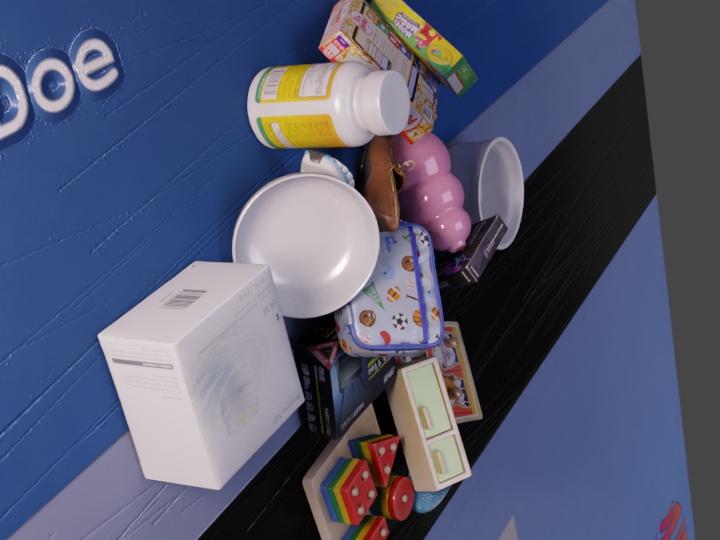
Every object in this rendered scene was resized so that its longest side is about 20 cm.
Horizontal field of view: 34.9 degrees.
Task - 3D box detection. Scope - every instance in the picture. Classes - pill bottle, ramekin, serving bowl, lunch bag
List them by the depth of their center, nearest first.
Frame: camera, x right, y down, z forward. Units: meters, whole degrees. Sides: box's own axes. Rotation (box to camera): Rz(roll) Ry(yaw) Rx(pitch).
[{"bbox_3d":[-0.041,-0.220,1.526,0.113,0.199,0.113,-4,95,-59],"label":"pill bottle"},{"bbox_3d":[-0.077,-0.040,1.536,0.066,0.199,0.201,-128,-155,-67],"label":"serving bowl"},{"bbox_3d":[0.040,0.023,1.630,0.160,0.076,0.201,0,73,-19],"label":"lunch bag"},{"bbox_3d":[0.213,-0.138,2.061,0.200,0.097,0.201,-7,98,-59],"label":"ramekin"}]

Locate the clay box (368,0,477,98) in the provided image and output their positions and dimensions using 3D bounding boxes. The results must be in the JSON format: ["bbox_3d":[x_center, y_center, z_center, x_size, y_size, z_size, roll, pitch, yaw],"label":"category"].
[{"bbox_3d":[0.088,-0.361,1.778,0.048,0.200,0.115,-47,161,5],"label":"clay box"}]

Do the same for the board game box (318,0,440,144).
[{"bbox_3d":[0.033,-0.300,1.679,0.200,0.046,0.152,44,30,-20],"label":"board game box"}]

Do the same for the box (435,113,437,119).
[{"bbox_3d":[0.030,-0.242,1.747,0.200,0.082,0.069,-8,67,-60],"label":"box"}]

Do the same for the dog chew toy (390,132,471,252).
[{"bbox_3d":[0.102,-0.118,1.772,0.124,0.124,0.200,-8,67,-59],"label":"dog chew toy"}]

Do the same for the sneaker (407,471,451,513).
[{"bbox_3d":[0.121,0.323,1.932,0.081,0.076,0.200,106,2,-53],"label":"sneaker"}]

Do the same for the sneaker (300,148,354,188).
[{"bbox_3d":[-0.057,-0.088,1.596,0.087,0.075,0.200,-56,159,-24],"label":"sneaker"}]

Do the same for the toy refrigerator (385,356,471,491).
[{"bbox_3d":[0.106,0.245,1.830,0.076,0.070,0.201,-16,89,-33],"label":"toy refrigerator"}]

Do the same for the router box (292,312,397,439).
[{"bbox_3d":[-0.019,0.134,1.703,0.200,0.062,0.150,-42,134,-50],"label":"router box"}]

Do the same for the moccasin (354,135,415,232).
[{"bbox_3d":[0.035,-0.131,1.645,0.202,0.077,0.074,-89,-165,-52],"label":"moccasin"}]

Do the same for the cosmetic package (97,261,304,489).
[{"bbox_3d":[-0.184,0.122,1.382,0.199,0.123,0.201,-44,129,-49],"label":"cosmetic package"}]

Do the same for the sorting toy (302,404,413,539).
[{"bbox_3d":[0.010,0.340,1.772,0.199,0.069,0.200,-50,132,-47],"label":"sorting toy"}]

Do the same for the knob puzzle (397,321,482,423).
[{"bbox_3d":[0.123,0.169,1.919,0.219,0.030,0.220,20,58,-36],"label":"knob puzzle"}]

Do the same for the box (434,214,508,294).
[{"bbox_3d":[0.131,-0.008,1.834,0.036,0.200,0.143,50,46,-16],"label":"box"}]
